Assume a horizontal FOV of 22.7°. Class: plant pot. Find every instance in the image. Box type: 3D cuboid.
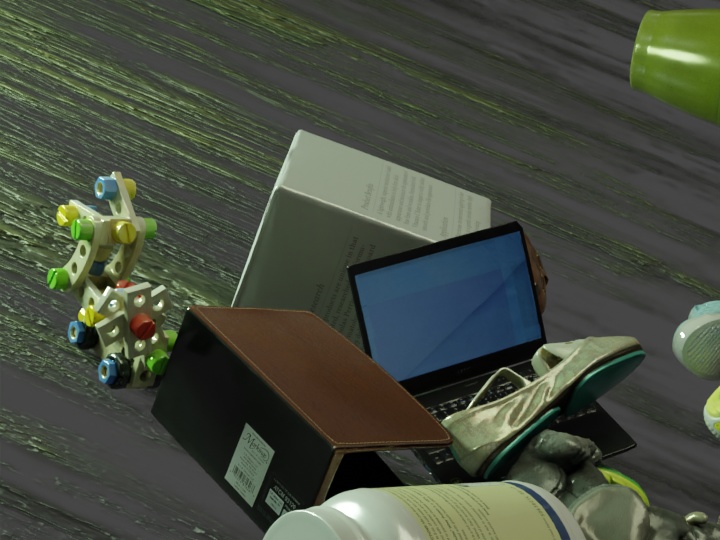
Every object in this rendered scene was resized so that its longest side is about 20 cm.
[{"bbox_3d":[0.535,-0.333,2.847,0.191,0.202,0.200,14,19,17],"label":"plant pot"}]

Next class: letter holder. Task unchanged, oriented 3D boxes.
[{"bbox_3d":[-0.043,0.120,1.394,0.141,0.101,0.200,1,29,-44],"label":"letter holder"}]

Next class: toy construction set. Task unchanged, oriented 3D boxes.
[{"bbox_3d":[-0.193,0.019,1.452,0.091,0.132,0.200,9,25,-25],"label":"toy construction set"}]

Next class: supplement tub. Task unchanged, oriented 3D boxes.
[{"bbox_3d":[0.042,0.215,1.185,0.199,0.146,0.145,2,28,-37],"label":"supplement tub"}]

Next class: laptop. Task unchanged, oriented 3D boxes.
[{"bbox_3d":[0.107,0.072,1.457,0.176,0.104,0.200,-15,41,-26],"label":"laptop"}]

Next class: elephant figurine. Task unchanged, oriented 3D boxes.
[{"bbox_3d":[0.191,0.210,1.328,0.141,0.156,0.200,30,1,-42],"label":"elephant figurine"}]

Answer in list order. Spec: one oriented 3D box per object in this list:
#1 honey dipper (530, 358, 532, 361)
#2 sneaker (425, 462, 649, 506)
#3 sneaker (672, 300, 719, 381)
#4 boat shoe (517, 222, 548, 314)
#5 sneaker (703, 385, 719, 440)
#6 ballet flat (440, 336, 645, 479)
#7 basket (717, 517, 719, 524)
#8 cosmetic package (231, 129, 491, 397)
[{"bbox_3d":[0.154,0.108,1.677,0.038,0.038,0.200,25,20,12],"label":"honey dipper"},{"bbox_3d":[0.151,0.158,1.492,0.198,0.075,0.084,22,35,4],"label":"sneaker"},{"bbox_3d":[0.374,0.070,1.919,0.082,0.075,0.199,26,13,37],"label":"sneaker"},{"bbox_3d":[0.160,0.005,1.892,0.068,0.072,0.200,51,10,-11],"label":"boat shoe"},{"bbox_3d":[0.413,0.105,1.799,0.076,0.105,0.200,40,30,3],"label":"sneaker"},{"bbox_3d":[0.144,0.091,1.416,0.199,0.068,0.062,-31,68,-32],"label":"ballet flat"},{"bbox_3d":[0.420,0.193,1.521,0.197,0.162,0.200,25,22,12],"label":"basket"},{"bbox_3d":[0.000,0.000,1.617,0.198,0.166,0.165,20,21,-2],"label":"cosmetic package"}]
